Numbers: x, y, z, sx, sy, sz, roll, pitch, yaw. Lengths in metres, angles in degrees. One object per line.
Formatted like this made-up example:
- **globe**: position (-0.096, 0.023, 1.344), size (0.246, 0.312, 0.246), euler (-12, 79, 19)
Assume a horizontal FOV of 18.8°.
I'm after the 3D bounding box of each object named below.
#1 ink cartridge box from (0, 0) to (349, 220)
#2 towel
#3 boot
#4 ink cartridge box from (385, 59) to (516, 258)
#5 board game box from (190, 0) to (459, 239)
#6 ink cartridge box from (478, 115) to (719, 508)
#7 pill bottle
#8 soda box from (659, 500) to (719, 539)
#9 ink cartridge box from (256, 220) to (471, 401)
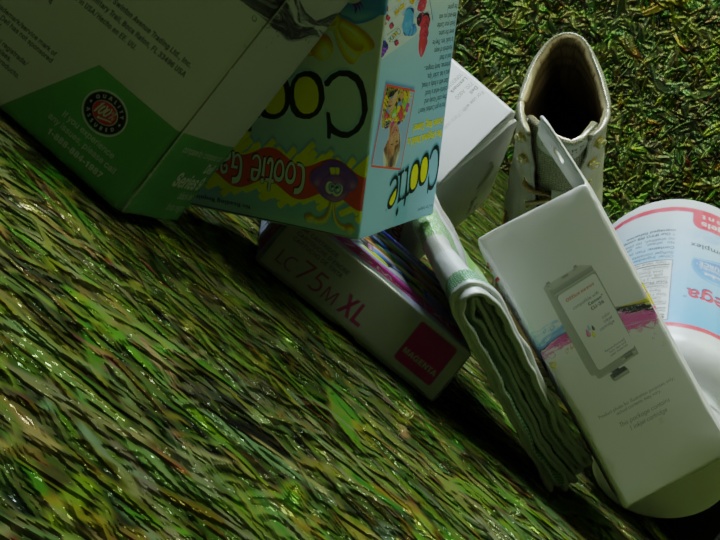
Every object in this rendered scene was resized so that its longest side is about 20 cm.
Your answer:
- **ink cartridge box**: position (-0.085, -0.144, 0.983), size (0.146, 0.200, 0.084), euler (41, 7, 13)
- **towel**: position (0.065, 0.013, 1.192), size (0.149, 0.031, 0.200), euler (62, 4, -33)
- **boot**: position (0.128, -0.040, 1.443), size (0.072, 0.200, 0.155), euler (5, -29, 2)
- **ink cartridge box**: position (0.001, -0.118, 1.538), size (0.200, 0.084, 0.146), euler (42, -21, 12)
- **board game box**: position (-0.016, -0.128, 1.081), size (0.103, 0.200, 0.105), euler (12, 12, 21)
- **ink cartridge box**: position (0.119, 0.022, 1.171), size (0.200, 0.067, 0.116), euler (62, 2, 3)
- **pill bottle**: position (0.191, 0.054, 1.341), size (0.109, 0.109, 0.200), euler (38, 36, -18)
- **soda box**: position (0.221, 0.140, 1.378), size (0.071, 0.063, 0.200), euler (38, 8, -26)
- **ink cartridge box**: position (0.000, 0.000, 1.205), size (0.119, 0.042, 0.200), euler (39, 6, -8)
